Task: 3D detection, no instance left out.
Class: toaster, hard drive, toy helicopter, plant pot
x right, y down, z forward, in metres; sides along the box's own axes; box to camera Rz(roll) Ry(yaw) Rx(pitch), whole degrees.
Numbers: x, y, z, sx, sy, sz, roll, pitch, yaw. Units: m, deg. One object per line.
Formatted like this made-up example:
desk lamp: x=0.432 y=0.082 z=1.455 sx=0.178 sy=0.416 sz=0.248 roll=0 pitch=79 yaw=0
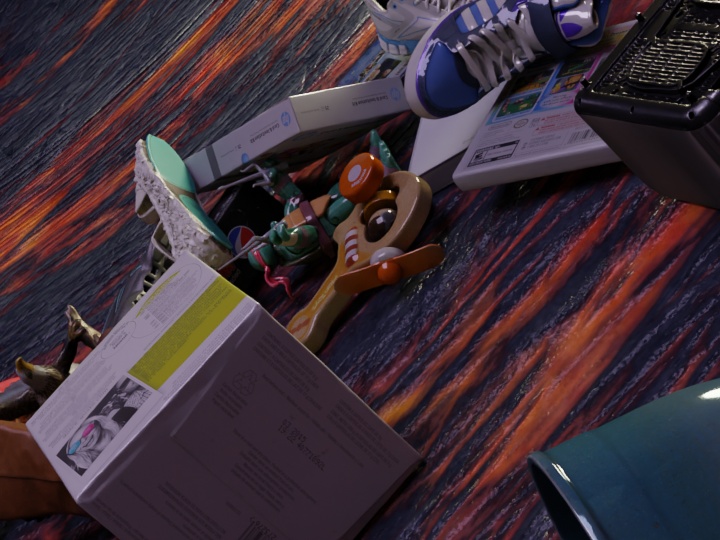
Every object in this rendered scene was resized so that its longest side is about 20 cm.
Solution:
toaster: x=0.287 y=-0.150 z=1.382 sx=0.181 sy=0.119 sz=0.200 roll=-50 pitch=25 yaw=-10
hard drive: x=0.112 y=-0.164 z=1.785 sx=0.131 sy=0.026 sz=0.201 roll=-29 pitch=29 yaw=32
toy helicopter: x=0.000 y=0.000 z=1.678 sx=0.201 sy=0.079 sz=0.132 roll=-54 pitch=33 yaw=6
plant pot: x=0.218 y=0.140 z=0.979 sx=0.187 sy=0.201 sz=0.200 roll=-30 pitch=25 yaw=-2

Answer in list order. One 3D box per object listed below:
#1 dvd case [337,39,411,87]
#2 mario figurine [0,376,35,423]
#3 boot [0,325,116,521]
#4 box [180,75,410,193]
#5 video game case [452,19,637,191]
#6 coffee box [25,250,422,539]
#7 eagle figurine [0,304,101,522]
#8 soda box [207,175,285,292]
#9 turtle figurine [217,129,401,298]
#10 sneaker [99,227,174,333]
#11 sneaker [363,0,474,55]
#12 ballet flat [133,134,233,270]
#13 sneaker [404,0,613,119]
dvd case: x=0.055 y=-0.245 z=1.974 sx=0.143 sy=0.018 sz=0.200 roll=-48 pitch=17 yaw=-8
mario figurine: x=-0.367 y=0.206 z=1.929 sx=0.122 sy=0.106 sz=0.201 roll=11 pitch=63 yaw=17
boot: x=-0.277 y=0.143 z=1.694 sx=0.198 sy=0.190 sz=0.068 roll=0 pitch=19 yaw=28
box: x=-0.067 y=-0.137 z=1.880 sx=0.155 sy=0.042 sz=0.199 roll=-16 pitch=-7 yaw=-42
video game case: x=0.193 y=-0.150 z=1.607 sx=0.199 sy=0.024 sz=0.183 roll=-10 pitch=38 yaw=43
coffee box: x=-0.113 y=0.136 z=1.465 sx=0.200 sy=0.200 sz=0.198 roll=-48 pitch=25 yaw=-6
eagle figurine: x=-0.322 y=0.137 z=1.840 sx=0.201 sy=0.151 sz=0.151 roll=-52 pitch=25 yaw=-11
soda box: x=-0.151 y=0.005 z=1.870 sx=0.201 sy=0.071 sz=0.063 roll=-57 pitch=17 yaw=-24
turtle figurine: x=-0.053 y=-0.058 z=1.790 sx=0.199 sy=0.101 sz=0.150 roll=-32 pitch=36 yaw=0
sneaker: x=-0.227 y=0.015 z=1.974 sx=0.079 sy=0.075 sz=0.201 roll=-19 pitch=35 yaw=47
sneaker: x=0.074 y=-0.260 z=1.833 sx=0.199 sy=0.087 sz=0.075 roll=6 pitch=55 yaw=44
ballet flat: x=-0.192 y=-0.060 z=1.838 sx=0.072 sy=0.072 sz=0.200 roll=-41 pitch=45 yaw=7
sneaker: x=0.143 y=-0.211 z=1.645 sx=0.200 sy=0.081 sz=0.146 roll=-42 pitch=22 yaw=-22
